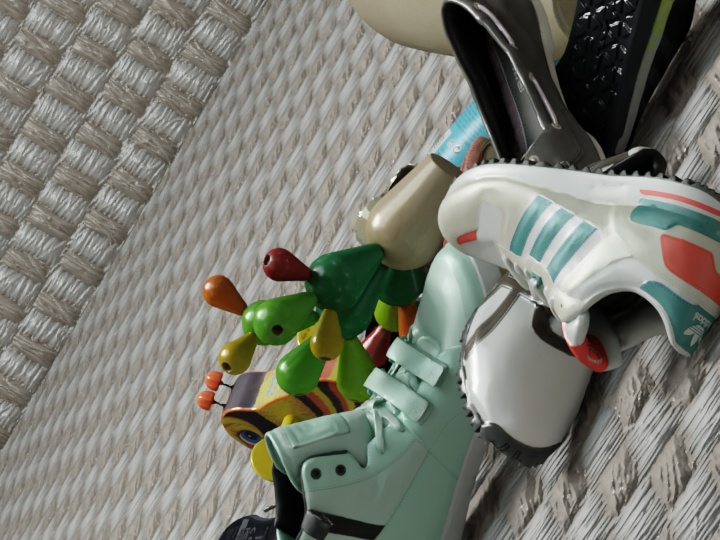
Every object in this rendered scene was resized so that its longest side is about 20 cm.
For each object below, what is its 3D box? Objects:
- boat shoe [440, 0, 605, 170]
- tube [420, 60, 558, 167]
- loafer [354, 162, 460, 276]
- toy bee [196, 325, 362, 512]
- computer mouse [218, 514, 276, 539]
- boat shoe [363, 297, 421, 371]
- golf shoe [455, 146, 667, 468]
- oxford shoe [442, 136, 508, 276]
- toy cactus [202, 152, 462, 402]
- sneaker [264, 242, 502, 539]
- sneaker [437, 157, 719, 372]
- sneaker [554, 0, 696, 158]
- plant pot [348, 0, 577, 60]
[{"bbox_3d":[0.096,-0.084,1.759,0.067,0.057,0.201,-54,43,44],"label":"boat shoe"},{"bbox_3d":[0.107,-0.121,2.065,0.200,0.050,0.078,-52,25,11],"label":"tube"},{"bbox_3d":[0.047,-0.038,1.962,0.076,0.068,0.200,-55,-6,13],"label":"loafer"},{"bbox_3d":[-0.056,0.102,2.069,0.200,0.108,0.131,-53,15,32],"label":"toy bee"},{"bbox_3d":[-0.061,0.224,1.965,0.200,0.046,0.141,-28,39,61],"label":"computer mouse"},{"bbox_3d":[0.036,0.047,1.897,0.075,0.066,0.199,-64,11,-11],"label":"boat shoe"},{"bbox_3d":[0.114,0.011,1.615,0.094,0.077,0.201,-45,20,53],"label":"golf shoe"},{"bbox_3d":[0.089,-0.012,1.806,0.200,0.073,0.071,-86,5,-54],"label":"oxford shoe"},{"bbox_3d":[0.000,0.000,1.735,0.165,0.102,0.200,-52,-28,15],"label":"toy cactus"},{"bbox_3d":[0.012,0.075,1.665,0.074,0.118,0.202,24,104,61],"label":"sneaker"},{"bbox_3d":[0.108,0.000,1.535,0.199,0.070,0.094,5,68,42],"label":"sneaker"},{"bbox_3d":[0.166,-0.124,1.795,0.083,0.072,0.201,-10,-49,-43],"label":"sneaker"},{"bbox_3d":[0.109,-0.212,1.960,0.188,0.187,0.200,-60,35,2],"label":"plant pot"}]
